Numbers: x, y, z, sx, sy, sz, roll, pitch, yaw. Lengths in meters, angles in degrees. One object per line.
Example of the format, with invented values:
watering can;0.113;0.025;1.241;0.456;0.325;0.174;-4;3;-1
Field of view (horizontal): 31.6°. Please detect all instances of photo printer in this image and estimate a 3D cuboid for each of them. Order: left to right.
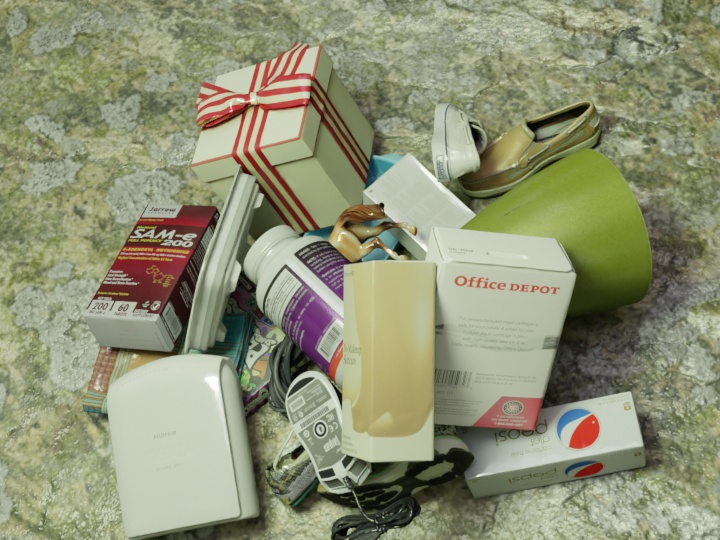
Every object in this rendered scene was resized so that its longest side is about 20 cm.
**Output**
photo printer;-0.209;0.200;1.478;0.165;0.069;0.202;-13;79;18

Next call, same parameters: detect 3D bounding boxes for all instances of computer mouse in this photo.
computer mouse;-0.016;0.200;1.385;0.109;0.044;0.201;-35;69;28

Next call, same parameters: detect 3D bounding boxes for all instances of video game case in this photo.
video game case;-0.183;0.098;1.597;0.181;0.036;0.200;-40;58;-8

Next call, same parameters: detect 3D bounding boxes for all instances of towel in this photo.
towel;-0.238;0.114;1.570;0.198;0.022;0.148;2;62;19

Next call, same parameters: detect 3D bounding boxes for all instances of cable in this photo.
cable;-0.017;0.121;1.512;0.199;0.051;0.164;-29;83;4

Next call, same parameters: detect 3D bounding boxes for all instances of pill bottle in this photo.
pill bottle;-0.040;0.039;1.439;0.112;0.113;0.200;-42;64;-11

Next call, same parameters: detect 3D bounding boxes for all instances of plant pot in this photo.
plant pot;0.196;-0.019;1.447;0.199;0.188;0.188;-19;55;-14

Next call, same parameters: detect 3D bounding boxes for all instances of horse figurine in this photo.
horse figurine;0.000;0.000;1.543;0.132;0.201;0.050;9;26;17

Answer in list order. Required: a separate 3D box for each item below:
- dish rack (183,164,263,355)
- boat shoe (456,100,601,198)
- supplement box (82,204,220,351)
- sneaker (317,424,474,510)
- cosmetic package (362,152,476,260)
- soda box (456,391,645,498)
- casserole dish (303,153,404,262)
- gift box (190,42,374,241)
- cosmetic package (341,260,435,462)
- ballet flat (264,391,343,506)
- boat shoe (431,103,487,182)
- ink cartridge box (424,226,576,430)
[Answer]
dish rack;-0.159;-0.009;1.519;0.043;0.172;0.201;15;47;-3
boat shoe;0.210;-0.164;1.622;0.199;0.076;0.072;-29;59;-1
supplement box;-0.253;0.005;1.602;0.108;0.061;0.201;2;46;22
sneaker;0.037;0.207;1.430;0.199;0.077;0.089;-25;50;26
cosmetic package;0.099;-0.046;1.570;0.082;0.051;0.200;-39;72;-17
soda box;0.212;0.195;1.415;0.198;0.064;0.069;-13;58;9
casserole dish;0.008;-0.061;1.639;0.121;0.039;0.201;22;67;26
gift box;-0.104;-0.174;1.624;0.183;0.187;0.201;-15;48;22
cosmetic package;0.027;0.092;1.303;0.071;0.105;0.202;1;86;-18
ballet flat;-0.035;0.182;1.449;0.200;0.072;0.072;-45;57;6
boat shoe;0.128;-0.167;1.609;0.065;0.073;0.200;-8;18;10
ink cartridge box;0.132;0.063;1.350;0.145;0.201;0.083;5;28;-10
